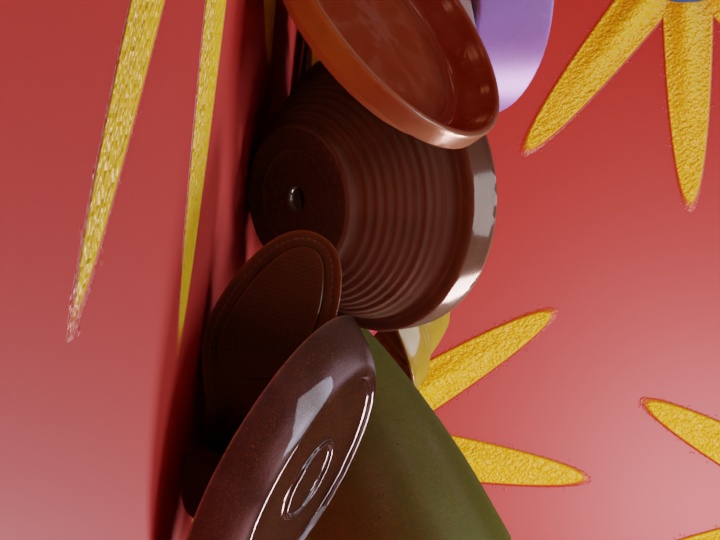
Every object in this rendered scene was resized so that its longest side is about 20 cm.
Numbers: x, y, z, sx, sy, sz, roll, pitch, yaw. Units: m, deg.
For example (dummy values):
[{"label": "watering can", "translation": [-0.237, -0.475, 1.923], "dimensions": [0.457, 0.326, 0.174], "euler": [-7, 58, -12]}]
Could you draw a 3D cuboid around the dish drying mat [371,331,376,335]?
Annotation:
[{"label": "dish drying mat", "translation": [-0.010, 0.032, 1.621], "dimensions": [0.200, 0.018, 0.077], "euler": [-46, 119, -40]}]

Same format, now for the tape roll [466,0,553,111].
[{"label": "tape roll", "translation": [0.060, -0.211, 1.355], "dimensions": [0.200, 0.066, 0.200], "euler": [24, -62, 58]}]

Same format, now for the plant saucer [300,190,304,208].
[{"label": "plant saucer", "translation": [-0.028, -0.049, 1.423], "dimensions": [0.200, 0.029, 0.200], "euler": [174, -90, -77]}]

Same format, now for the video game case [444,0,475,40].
[{"label": "video game case", "translation": [0.025, -0.186, 1.336], "dimensions": [0.182, 0.023, 0.200], "euler": [-22, -104, 62]}]

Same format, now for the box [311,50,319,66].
[{"label": "box", "translation": [-0.007, -0.149, 1.512], "dimensions": [0.070, 0.064, 0.200], "euler": [-85, 174, -70]}]

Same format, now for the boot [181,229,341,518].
[{"label": "boot", "translation": [-0.054, 0.071, 1.210], "dimensions": [0.155, 0.077, 0.200], "euler": [1, 103, -81]}]

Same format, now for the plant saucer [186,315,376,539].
[{"label": "plant saucer", "translation": [-0.043, 0.122, 1.136], "dimensions": [0.200, 0.032, 0.200], "euler": [-55, 163, -26]}]

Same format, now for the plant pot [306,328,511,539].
[{"label": "plant pot", "translation": [-0.014, 0.138, 1.350], "dimensions": [0.187, 0.187, 0.200], "euler": [-58, 126, -84]}]

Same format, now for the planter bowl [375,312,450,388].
[{"label": "planter bowl", "translation": [0.031, 0.025, 1.815], "dimensions": [0.200, 0.083, 0.200], "euler": [52, -18, 25]}]

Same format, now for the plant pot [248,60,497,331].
[{"label": "plant pot", "translation": [-0.010, -0.054, 1.261], "dimensions": [0.093, 0.201, 0.201], "euler": [-9, 114, -44]}]

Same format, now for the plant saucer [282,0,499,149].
[{"label": "plant saucer", "translation": [0.011, -0.160, 1.163], "dimensions": [0.032, 0.200, 0.200], "euler": [-35, -157, 28]}]

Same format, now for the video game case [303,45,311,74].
[{"label": "video game case", "translation": [-0.033, -0.165, 1.652], "dimensions": [0.182, 0.023, 0.200], "euler": [-74, 172, -72]}]
